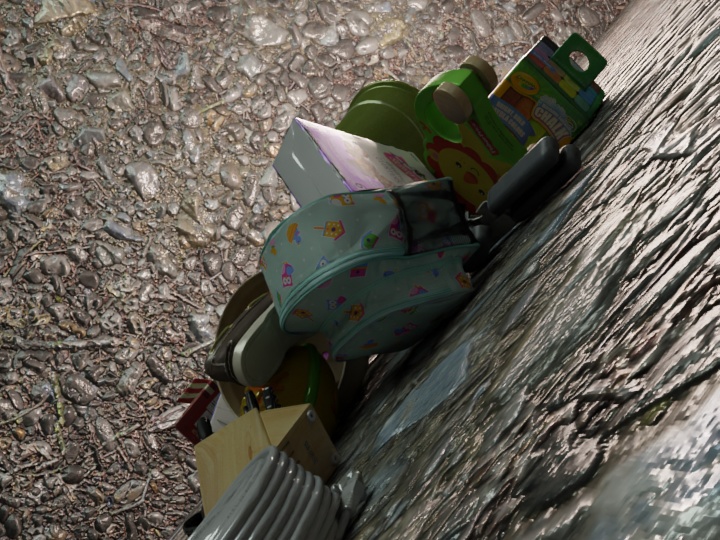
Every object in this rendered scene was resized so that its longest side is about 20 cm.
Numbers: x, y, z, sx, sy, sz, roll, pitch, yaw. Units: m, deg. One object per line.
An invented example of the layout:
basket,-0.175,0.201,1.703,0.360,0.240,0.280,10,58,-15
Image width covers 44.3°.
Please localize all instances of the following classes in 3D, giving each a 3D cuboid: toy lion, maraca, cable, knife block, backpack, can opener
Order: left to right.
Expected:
cable,-0.092,0.201,0.537,0.200,0.069,0.200,-48,0,19
knife block,-0.114,0.182,0.789,0.173,0.065,0.200,-17,20,36
maraca,-0.077,0.164,0.951,0.202,0.105,0.139,-92,26,-55
backpack,0.004,0.002,0.887,0.196,0.157,0.176,0,-27,-31
toy lion,0.132,-0.142,1.061,0.069,0.201,0.191,-45,17,-18
can opener,0.161,-0.060,0.939,0.200,0.052,0.068,132,148,-56

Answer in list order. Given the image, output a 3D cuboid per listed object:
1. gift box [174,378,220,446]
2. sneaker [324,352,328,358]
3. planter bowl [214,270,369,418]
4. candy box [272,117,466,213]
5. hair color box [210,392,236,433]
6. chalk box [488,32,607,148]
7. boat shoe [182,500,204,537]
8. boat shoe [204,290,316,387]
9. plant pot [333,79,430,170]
gift box,-0.185,0.225,1.370,0.200,0.185,0.187,-44,2,-4
sneaker,-0.010,0.077,1.268,0.201,0.072,0.116,-49,-25,-39
planter bowl,-0.068,0.105,1.119,0.201,0.201,0.134,-47,-28,16
candy box,0.016,-0.092,1.066,0.197,0.168,0.072,10,-59,-39
hair color box,-0.136,0.175,1.192,0.202,0.107,0.066,-77,11,-51
chalk box,0.246,-0.226,1.208,0.201,0.124,0.124,-50,-2,37
boat shoe,-0.162,0.284,1.051,0.070,0.066,0.200,-47,-1,-40
boat shoe,-0.093,0.056,0.954,0.058,0.073,0.200,-4,27,32
plant pot,0.008,-0.144,1.268,0.190,0.200,0.200,-40,-5,-44
